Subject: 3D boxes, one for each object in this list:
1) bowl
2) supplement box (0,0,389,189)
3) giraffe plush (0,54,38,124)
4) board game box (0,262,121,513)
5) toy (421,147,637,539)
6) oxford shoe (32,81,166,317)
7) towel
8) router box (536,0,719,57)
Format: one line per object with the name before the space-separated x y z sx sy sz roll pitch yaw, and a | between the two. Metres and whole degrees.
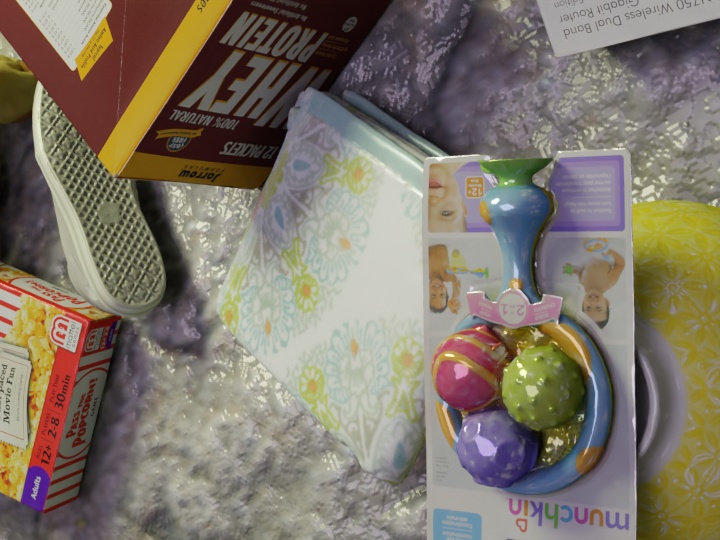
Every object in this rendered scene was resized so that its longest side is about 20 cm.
bowl | 0.135 0.062 0.662 0.199 0.107 0.201 1 91 35
supplement box | -0.110 -0.191 0.818 0.200 0.133 0.197 49 115 25
giraffe plush | -0.347 -0.095 0.935 0.172 0.200 0.163 11 88 33
board game box | -0.286 0.070 0.969 0.199 0.046 0.152 20 103 20
toy | 0.069 0.044 0.613 0.115 0.047 0.201 1 90 37
oxford shoe | -0.189 -0.055 0.918 0.058 0.075 0.201 -41 64 58
towel | 0.000 0.000 0.773 0.200 0.048 0.172 40 114 42
router box | 0.163 -0.215 0.629 0.199 0.049 0.180 -10 113 35
